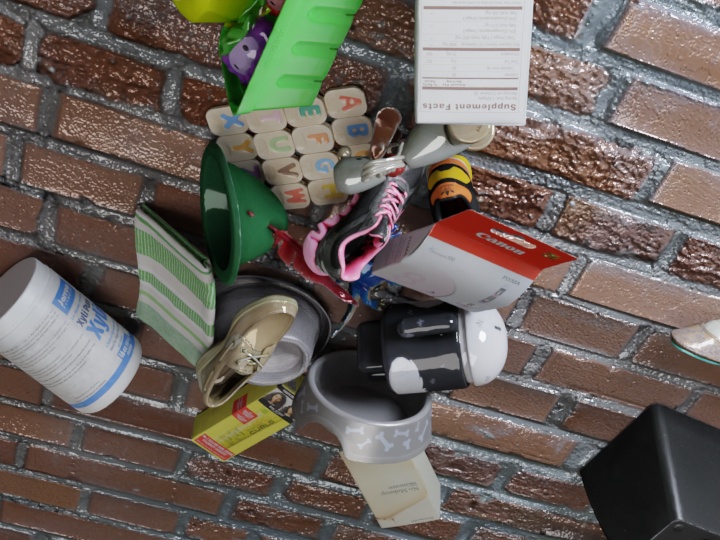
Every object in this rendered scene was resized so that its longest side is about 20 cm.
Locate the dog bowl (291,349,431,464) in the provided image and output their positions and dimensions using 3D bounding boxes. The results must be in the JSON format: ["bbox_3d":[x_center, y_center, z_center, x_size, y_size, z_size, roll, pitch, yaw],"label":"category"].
[{"bbox_3d":[0.008,0.181,1.492,0.199,0.200,0.059,11,118,-5],"label":"dog bowl"}]

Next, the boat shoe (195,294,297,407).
[{"bbox_3d":[-0.143,0.105,1.384,0.072,0.065,0.200,20,132,-35],"label":"boat shoe"}]

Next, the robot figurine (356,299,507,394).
[{"bbox_3d":[0.097,0.099,1.454,0.199,0.150,0.125,-7,106,12],"label":"robot figurine"}]

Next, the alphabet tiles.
[{"bbox_3d":[-0.081,-0.157,1.308,0.195,0.015,0.201,-6,131,10],"label":"alphabet tiles"}]

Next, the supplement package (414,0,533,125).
[{"bbox_3d":[0.113,-0.260,1.101,0.117,0.117,0.201,1,118,3],"label":"supplement package"}]

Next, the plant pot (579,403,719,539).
[{"bbox_3d":[0.471,0.351,1.612,0.199,0.178,0.200,23,129,-16],"label":"plant pot"}]

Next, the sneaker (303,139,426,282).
[{"bbox_3d":[0.021,-0.065,1.287,0.079,0.095,0.200,38,89,-31],"label":"sneaker"}]

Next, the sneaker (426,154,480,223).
[{"bbox_3d":[0.124,-0.044,1.342,0.070,0.090,0.201,-11,130,14],"label":"sneaker"}]

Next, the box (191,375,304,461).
[{"bbox_3d":[-0.160,0.213,1.624,0.200,0.050,0.075,-31,123,29],"label":"box"}]

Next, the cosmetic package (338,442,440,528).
[{"bbox_3d":[0.048,0.307,1.678,0.103,0.073,0.200,-13,129,16],"label":"cosmetic package"}]

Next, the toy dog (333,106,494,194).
[{"bbox_3d":[0.060,-0.164,1.232,0.199,0.097,0.132,-19,176,-16],"label":"toy dog"}]

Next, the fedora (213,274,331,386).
[{"bbox_3d":[-0.142,0.095,1.489,0.199,0.091,0.177,8,132,-2],"label":"fedora"}]

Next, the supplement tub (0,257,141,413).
[{"bbox_3d":[-0.411,0.092,1.481,0.132,0.132,0.200,-28,125,26],"label":"supplement tub"}]

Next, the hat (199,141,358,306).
[{"bbox_3d":[-0.095,-0.070,1.339,0.175,0.166,0.200,-8,138,-20],"label":"hat"}]

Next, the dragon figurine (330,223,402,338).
[{"bbox_3d":[0.000,0.000,1.413,0.099,0.059,0.200,33,126,-23],"label":"dragon figurine"}]

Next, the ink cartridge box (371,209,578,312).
[{"bbox_3d":[0.130,-0.005,1.284,0.162,0.057,0.200,21,165,-24],"label":"ink cartridge box"}]

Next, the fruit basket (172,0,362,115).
[{"bbox_3d":[-0.121,-0.282,1.124,0.215,0.156,0.216,-10,140,-8],"label":"fruit basket"}]

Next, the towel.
[{"bbox_3d":[-0.246,0.028,1.427,0.152,0.023,0.201,37,139,25],"label":"towel"}]

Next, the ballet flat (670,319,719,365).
[{"bbox_3d":[0.511,0.100,1.469,0.199,0.068,0.067,20,111,-20],"label":"ballet flat"}]
